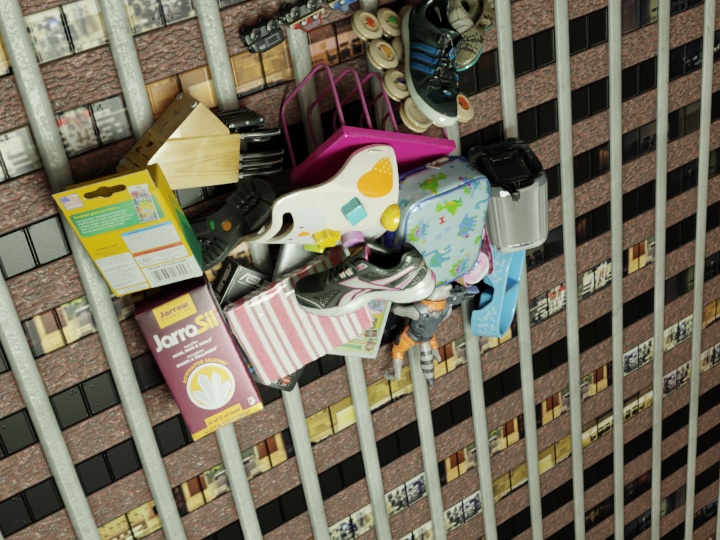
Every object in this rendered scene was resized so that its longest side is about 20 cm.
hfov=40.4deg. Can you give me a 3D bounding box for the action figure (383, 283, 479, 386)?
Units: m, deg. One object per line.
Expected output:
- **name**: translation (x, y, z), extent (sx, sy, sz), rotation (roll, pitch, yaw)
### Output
- **action figure**: translation (0.128, 0.089, 1.660), extent (0.199, 0.105, 0.195), rotation (-11, 130, -24)

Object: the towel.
- **towel**: translation (-0.088, 0.067, 1.451), extent (0.199, 0.030, 0.147), rotation (-28, 118, -9)

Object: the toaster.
- **toaster**: translation (0.243, -0.119, 1.590), extent (0.113, 0.200, 0.130), rotation (-14, 123, -2)

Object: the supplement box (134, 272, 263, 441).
- **supplement box**: translation (-0.227, 0.119, 1.378), extent (0.110, 0.086, 0.201), rotation (-24, 106, -7)

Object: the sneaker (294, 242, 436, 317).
- **sneaker**: translation (0.000, 0.000, 1.363), extent (0.198, 0.081, 0.087), rotation (-12, 131, 11)

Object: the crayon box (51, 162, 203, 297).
- **crayon box**: translation (-0.294, -0.060, 1.259), extent (0.125, 0.052, 0.201), rotation (-14, 139, 4)

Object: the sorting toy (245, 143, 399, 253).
- **sorting toy**: translation (-0.060, -0.074, 1.338), extent (0.179, 0.200, 0.108), rotation (-9, 72, -31)

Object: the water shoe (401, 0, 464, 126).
- **water shoe**: translation (0.104, -0.297, 1.357), extent (0.071, 0.201, 0.079), rotation (5, 151, -34)

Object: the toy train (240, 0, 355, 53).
- **toy train**: translation (-0.076, -0.353, 1.353), extent (0.199, 0.034, 0.046), rotation (-34, 130, -19)

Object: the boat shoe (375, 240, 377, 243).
- **boat shoe**: translation (0.024, -0.044, 1.541), extent (0.062, 0.075, 0.201), rotation (10, 104, -40)

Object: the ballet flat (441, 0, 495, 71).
- **ballet flat**: translation (0.152, -0.363, 1.447), extent (0.076, 0.067, 0.200), rotation (63, 30, -24)

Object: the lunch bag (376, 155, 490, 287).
- **lunch bag**: translation (0.100, -0.063, 1.424), extent (0.160, 0.083, 0.201), rotation (-23, 140, -24)

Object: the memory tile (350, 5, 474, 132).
- **memory tile**: translation (0.077, -0.292, 1.399), extent (0.153, 0.201, 0.017), rotation (-18, 166, -43)

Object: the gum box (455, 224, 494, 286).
- **gum box**: translation (0.145, -0.078, 1.587), extent (0.066, 0.113, 0.201), rotation (-30, 126, -21)

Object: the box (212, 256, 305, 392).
- **box**: translation (-0.152, 0.086, 1.494), extent (0.199, 0.044, 0.161), rotation (24, 96, -40)

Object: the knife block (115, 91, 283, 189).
- **knife block**: translation (-0.206, -0.147, 1.334), extent (0.200, 0.064, 0.176), rotation (-50, 130, -6)

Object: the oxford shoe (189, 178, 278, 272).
- **oxford shoe**: translation (-0.195, -0.048, 1.383), extent (0.199, 0.073, 0.084), rotation (-33, 172, 3)

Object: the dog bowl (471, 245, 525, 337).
- **dog bowl**: translation (0.244, 0.027, 1.719), extent (0.111, 0.049, 0.202), rotation (-29, 130, -58)

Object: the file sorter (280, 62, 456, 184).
- **file sorter**: translation (0.006, -0.205, 1.397), extent (0.199, 0.139, 0.126), rotation (1, 66, -37)

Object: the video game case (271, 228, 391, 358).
- **video game case**: translation (-0.043, 0.039, 1.486), extent (0.199, 0.022, 0.183), rotation (8, 106, -27)
